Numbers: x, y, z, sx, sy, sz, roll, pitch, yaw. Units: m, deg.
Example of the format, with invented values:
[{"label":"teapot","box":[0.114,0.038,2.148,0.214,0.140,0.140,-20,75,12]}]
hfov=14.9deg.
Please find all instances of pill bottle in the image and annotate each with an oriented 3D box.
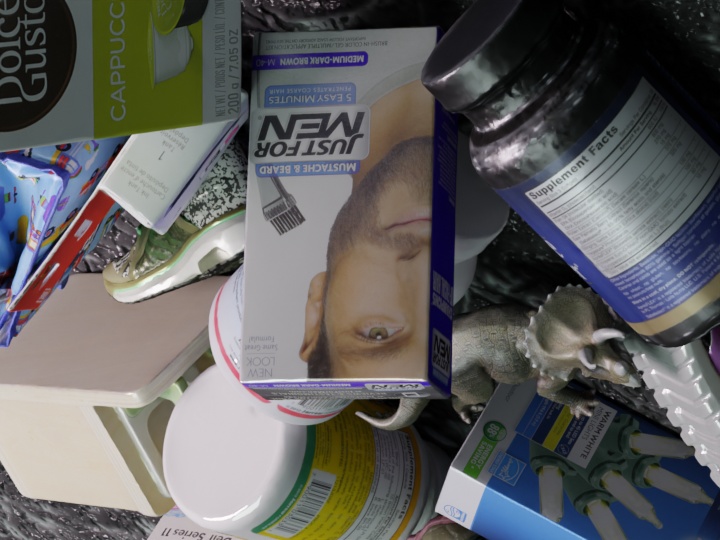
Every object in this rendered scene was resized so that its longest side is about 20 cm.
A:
[{"label":"pill bottle","box":[-0.025,0.131,1.797,0.112,0.114,0.200,0,166,40]},{"label":"pill bottle","box":[0.130,-0.063,1.474,0.200,0.112,0.112,44,146,-15]},{"label":"pill bottle","box":[0.000,0.000,1.649,0.109,0.109,0.200,39,132,-8]}]

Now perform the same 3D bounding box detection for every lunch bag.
[{"label":"lunch bag","box":[-0.190,-0.055,1.703,0.094,0.151,0.201,26,141,11]}]

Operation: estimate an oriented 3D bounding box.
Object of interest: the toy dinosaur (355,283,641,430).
[{"label":"toy dinosaur","box":[0.083,0.049,1.651,0.199,0.077,0.102,-4,151,26]}]

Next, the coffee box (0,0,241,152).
[{"label":"coffee box","box":[-0.198,-0.175,1.433,0.199,0.197,0.201,14,108,50]}]

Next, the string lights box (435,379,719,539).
[{"label":"string lights box","box":[0.160,0.147,1.724,0.199,0.103,0.059,27,145,9]}]

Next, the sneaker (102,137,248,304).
[{"label":"sneaker","box":[-0.111,-0.038,1.774,0.200,0.077,0.089,-22,87,53]}]

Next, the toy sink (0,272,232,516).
[{"label":"toy sink","box":[-0.149,0.084,1.858,0.199,0.130,0.112,0,126,45]}]

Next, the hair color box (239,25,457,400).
[{"label":"hair color box","box":[-0.005,-0.031,1.526,0.109,0.201,0.065,-1,169,13]}]

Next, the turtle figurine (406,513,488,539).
[{"label":"turtle figurine","box":[0.071,0.204,1.785,0.101,0.200,0.150,46,113,5]}]

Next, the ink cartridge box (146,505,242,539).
[{"label":"ink cartridge box","box":[-0.081,0.196,1.903,0.117,0.200,0.067,5,138,35]}]

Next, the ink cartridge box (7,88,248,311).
[{"label":"ink cartridge box","box":[-0.130,-0.037,1.596,0.043,0.174,0.200,34,178,-2]}]

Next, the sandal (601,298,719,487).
[{"label":"sandal","box":[0.193,0.043,1.611,0.203,0.050,0.082,62,160,-14]}]
